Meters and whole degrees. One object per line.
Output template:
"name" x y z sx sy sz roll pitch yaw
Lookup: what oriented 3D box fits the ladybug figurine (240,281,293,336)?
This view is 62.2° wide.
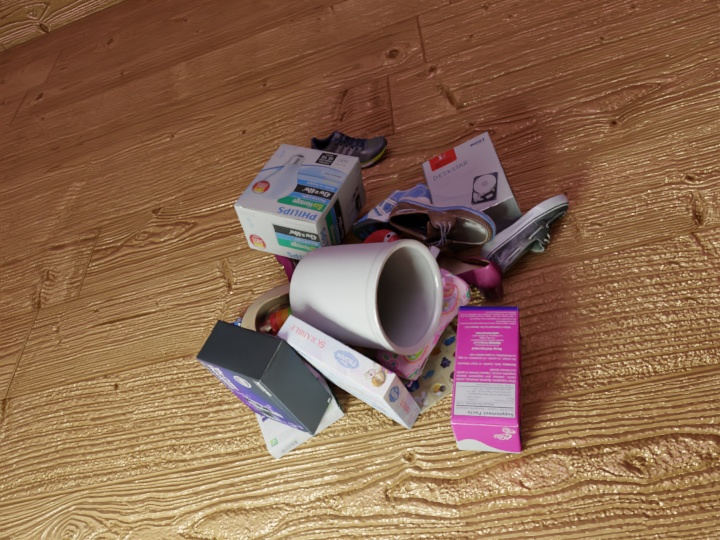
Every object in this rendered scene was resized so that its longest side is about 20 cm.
"ladybug figurine" -0.125 0.094 1.104 0.197 0.072 0.138 -17 66 14

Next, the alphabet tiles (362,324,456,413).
"alphabet tiles" 0.097 0.151 1.060 0.165 0.006 0.201 -34 47 -4

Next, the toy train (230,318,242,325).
"toy train" -0.191 0.108 1.195 0.197 0.034 0.047 -12 57 22

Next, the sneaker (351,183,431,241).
"sneaker" 0.066 -0.112 1.220 0.198 0.076 0.078 -19 45 35

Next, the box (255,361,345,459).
"box" -0.129 0.219 1.089 0.143 0.037 0.201 -31 48 -2

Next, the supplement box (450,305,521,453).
"supplement box" 0.200 0.167 0.931 0.101 0.102 0.203 0 54 18

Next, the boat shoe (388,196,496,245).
"boat shoe" 0.142 -0.076 1.077 0.197 0.073 0.072 13 35 26

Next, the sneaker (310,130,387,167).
"sneaker" -0.033 -0.292 1.424 0.196 0.081 0.075 -8 50 19

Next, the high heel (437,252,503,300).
"high heel" 0.171 -0.015 1.087 0.198 0.097 0.068 19 64 35

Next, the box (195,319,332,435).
"box" -0.151 0.177 0.971 0.139 0.201 0.080 8 57 30

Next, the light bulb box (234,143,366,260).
"light bulb box" -0.118 -0.138 1.231 0.195 0.126 0.201 13 53 22

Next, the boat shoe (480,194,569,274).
"boat shoe" 0.314 -0.061 1.099 0.199 0.072 0.071 -36 70 -7

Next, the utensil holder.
"utensil holder" 0.005 0.040 0.957 0.198 0.170 0.172 0 52 43

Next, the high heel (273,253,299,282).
"high heel" -0.149 0.017 1.248 0.097 0.067 0.199 -59 39 3

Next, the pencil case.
"pencil case" 0.108 0.094 1.017 0.087 0.087 0.201 29 80 38

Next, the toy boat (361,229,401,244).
"toy boat" 0.000 0.000 1.131 0.200 0.131 0.130 -44 49 -6

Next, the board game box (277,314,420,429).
"board game box" -0.013 0.164 0.943 0.198 0.200 0.041 26 74 26

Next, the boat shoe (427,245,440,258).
"boat shoe" 0.066 0.031 1.072 0.068 0.074 0.201 35 103 5

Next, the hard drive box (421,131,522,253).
"hard drive box" 0.218 -0.157 1.190 0.154 0.077 0.202 -25 46 17
